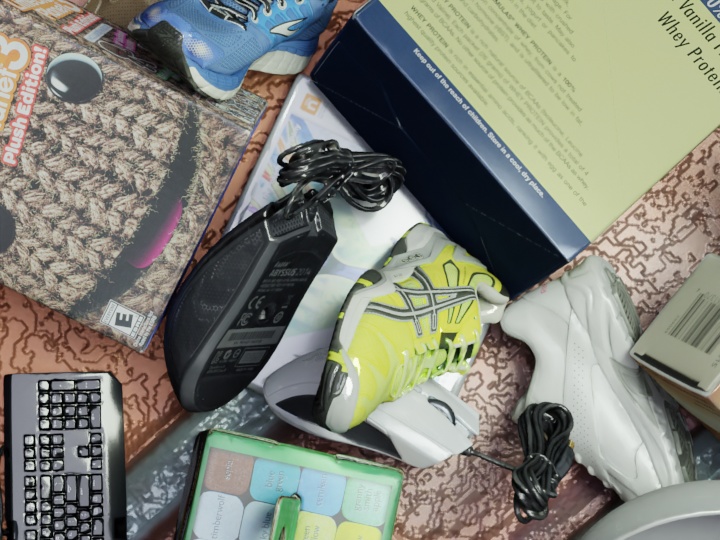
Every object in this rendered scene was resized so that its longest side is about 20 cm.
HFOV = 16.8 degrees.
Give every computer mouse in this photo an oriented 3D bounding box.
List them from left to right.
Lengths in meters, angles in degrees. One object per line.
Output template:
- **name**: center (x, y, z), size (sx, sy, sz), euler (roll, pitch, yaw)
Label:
- **computer mouse**: center (-0.063, -0.004, 1.502), size (0.053, 0.138, 0.200), euler (39, 104, 22)
- **computer mouse**: center (0.035, 0.088, 1.498), size (0.200, 0.110, 0.044), euler (18, 121, 11)

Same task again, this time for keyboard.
- **keyboard**: center (-0.199, 0.164, 1.531), size (0.104, 0.040, 0.200), euler (-2, 85, -6)

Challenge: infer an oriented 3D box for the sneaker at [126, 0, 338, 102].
- **sneaker**: center (-0.071, -0.165, 1.488), size (0.079, 0.200, 0.089), euler (39, 116, 10)

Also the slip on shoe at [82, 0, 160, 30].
- **slip on shoe**: center (-0.131, -0.167, 1.552), size (0.076, 0.061, 0.200), euler (40, 85, -1)

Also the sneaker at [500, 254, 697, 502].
- **sneaker**: center (0.151, 0.094, 1.562), size (0.099, 0.078, 0.200), euler (-21, 94, 18)

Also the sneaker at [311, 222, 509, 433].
- **sneaker**: center (0.032, 0.036, 1.469), size (0.076, 0.200, 0.076), euler (25, 127, 11)

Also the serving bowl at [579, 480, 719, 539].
- **serving bowl**: center (0.213, 0.200, 1.519), size (0.200, 0.066, 0.200), euler (-1, 129, -1)

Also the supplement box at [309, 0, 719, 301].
- **supplement box**: center (0.115, -0.127, 1.522), size (0.200, 0.134, 0.200), euler (-42, 91, -17)

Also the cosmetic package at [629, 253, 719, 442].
- **cosmetic package**: center (0.274, 0.091, 1.513), size (0.200, 0.103, 0.087), euler (42, 84, -26)

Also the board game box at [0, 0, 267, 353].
- **board game box**: center (-0.183, -0.071, 1.499), size (0.200, 0.097, 0.160), euler (26, 104, -3)

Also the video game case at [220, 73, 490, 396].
- **video game case**: center (0.000, 0.000, 1.572), size (0.182, 0.022, 0.200), euler (25, 84, -3)

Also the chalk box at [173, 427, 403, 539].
- **chalk box**: center (-0.048, 0.167, 1.463), size (0.124, 0.200, 0.125), euler (13, 86, -5)
